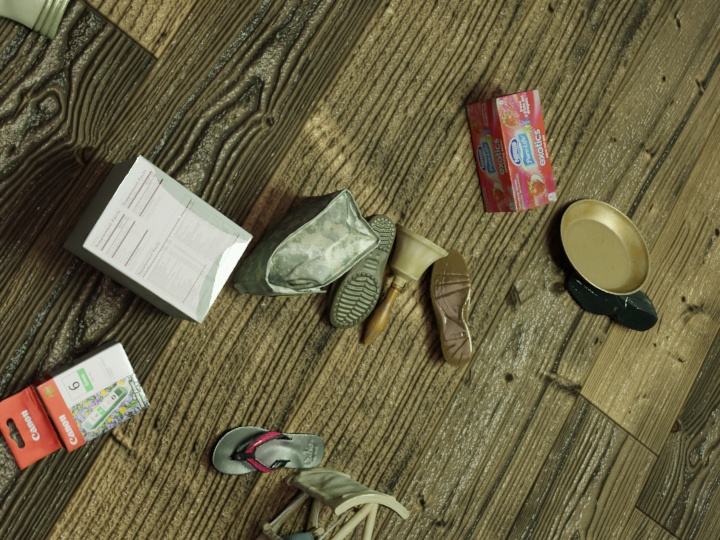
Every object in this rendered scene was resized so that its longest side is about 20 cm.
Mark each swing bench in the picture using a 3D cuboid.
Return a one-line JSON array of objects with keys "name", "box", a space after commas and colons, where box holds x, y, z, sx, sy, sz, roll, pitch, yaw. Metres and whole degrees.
[{"name": "swing bench", "box": [-0.058, 0.408, 1.534, 0.129, 0.198, 0.201, 35, 76, -23]}]

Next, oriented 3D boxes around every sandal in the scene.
[{"name": "sandal", "box": [-0.142, 0.288, 1.573, 0.198, 0.045, 0.076, 4, 90, -27]}]

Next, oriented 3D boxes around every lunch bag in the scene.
[{"name": "lunch bag", "box": [-0.093, -0.024, 1.523, 0.199, 0.164, 0.118, -39, 104, -20]}]

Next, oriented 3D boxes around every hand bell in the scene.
[{"name": "hand bell", "box": [0.055, 0.033, 1.660, 0.103, 0.104, 0.202, 29, 91, -25]}]

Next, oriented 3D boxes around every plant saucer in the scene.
[{"name": "plant saucer", "box": [0.450, -0.038, 1.841, 0.198, 0.035, 0.202, 12, 59, -20]}]

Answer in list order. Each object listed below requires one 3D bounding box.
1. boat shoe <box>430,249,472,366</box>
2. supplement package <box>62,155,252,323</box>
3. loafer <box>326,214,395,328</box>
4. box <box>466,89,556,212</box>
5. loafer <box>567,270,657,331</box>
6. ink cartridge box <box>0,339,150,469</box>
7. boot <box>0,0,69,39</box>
[{"name": "boat shoe", "box": [0.157, 0.065, 1.721, 0.072, 0.063, 0.203, -2, 90, -1]}, {"name": "supplement package", "box": [-0.294, -0.043, 1.426, 0.199, 0.151, 0.152, 36, 75, -23]}, {"name": "loafer", "box": [0.000, 0.000, 1.630, 0.075, 0.067, 0.202, 22, 97, -22]}, {"name": "box", "box": [0.266, -0.208, 1.740, 0.095, 0.099, 0.203, -15, 99, -26]}, {"name": "loafer", "box": [0.477, 0.046, 1.885, 0.199, 0.073, 0.073, 28, 40, -18]}, {"name": "ink cartridge box", "box": [-0.418, 0.196, 1.425, 0.199, 0.050, 0.110, -29, 104, -24]}, {"name": "boot", "box": [-0.467, -0.440, 1.371, 0.153, 0.072, 0.202, 17, 89, -26]}]
